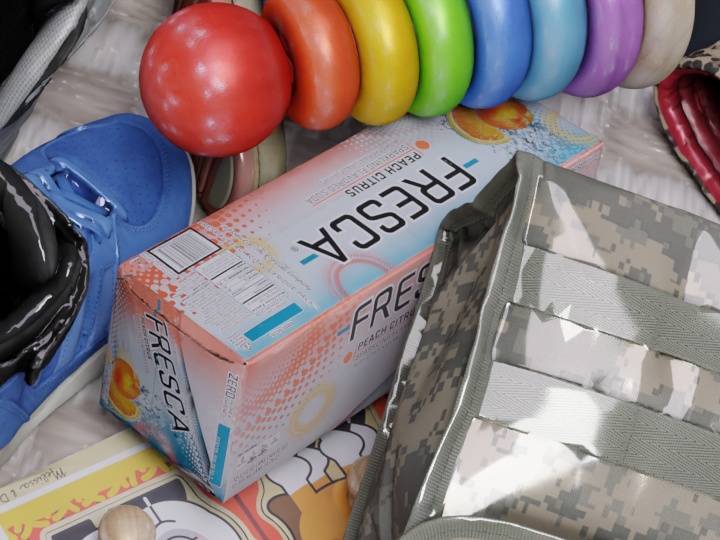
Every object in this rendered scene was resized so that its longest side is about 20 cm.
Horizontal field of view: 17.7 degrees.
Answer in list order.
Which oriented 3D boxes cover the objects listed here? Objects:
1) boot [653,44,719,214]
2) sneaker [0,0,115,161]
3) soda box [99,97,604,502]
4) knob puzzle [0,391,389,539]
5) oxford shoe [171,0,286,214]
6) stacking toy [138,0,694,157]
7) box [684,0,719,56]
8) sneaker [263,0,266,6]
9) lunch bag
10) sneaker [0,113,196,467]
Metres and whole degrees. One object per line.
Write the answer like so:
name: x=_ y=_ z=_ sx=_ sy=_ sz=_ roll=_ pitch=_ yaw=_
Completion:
boot: x=0.230 y=-0.046 z=0.947 sx=0.150 sy=0.073 sz=0.200 roll=-22 pitch=58 yaw=-30
sneaker: x=-0.116 y=-0.116 z=0.850 sx=0.075 sy=0.115 sz=0.200 roll=26 pitch=63 yaw=-16
soda box: x=0.000 y=0.000 z=0.831 sx=0.064 sy=0.069 sz=0.200 roll=36 pitch=45 yaw=26
knob puzzle: x=-0.010 y=0.118 z=0.778 sx=0.219 sy=0.030 sz=0.220 roll=8 pitch=51 yaw=-10
oxford shoe: x=-0.039 y=-0.103 z=0.919 sx=0.074 sy=0.071 sz=0.200 roll=7 pitch=53 yaw=-20
stacking toy: x=0.017 y=-0.086 z=0.828 sx=0.200 sy=0.085 sz=0.085 roll=-16 pitch=59 yaw=-22
box: x=0.110 y=-0.211 z=0.993 sx=0.200 sy=0.148 sz=0.104 roll=42 pitch=54 yaw=18
sneaker: x=0.032 y=-0.105 z=0.924 sx=0.200 sy=0.077 sz=0.085 roll=15 pitch=73 yaw=-38
lunch bag: x=0.082 y=0.087 z=0.735 sx=0.164 sy=0.118 sz=0.200 roll=20 pitch=74 yaw=-9
sneaker: x=-0.111 y=-0.010 z=0.795 sx=0.077 sy=0.111 sz=0.200 roll=33 pitch=51 yaw=9
